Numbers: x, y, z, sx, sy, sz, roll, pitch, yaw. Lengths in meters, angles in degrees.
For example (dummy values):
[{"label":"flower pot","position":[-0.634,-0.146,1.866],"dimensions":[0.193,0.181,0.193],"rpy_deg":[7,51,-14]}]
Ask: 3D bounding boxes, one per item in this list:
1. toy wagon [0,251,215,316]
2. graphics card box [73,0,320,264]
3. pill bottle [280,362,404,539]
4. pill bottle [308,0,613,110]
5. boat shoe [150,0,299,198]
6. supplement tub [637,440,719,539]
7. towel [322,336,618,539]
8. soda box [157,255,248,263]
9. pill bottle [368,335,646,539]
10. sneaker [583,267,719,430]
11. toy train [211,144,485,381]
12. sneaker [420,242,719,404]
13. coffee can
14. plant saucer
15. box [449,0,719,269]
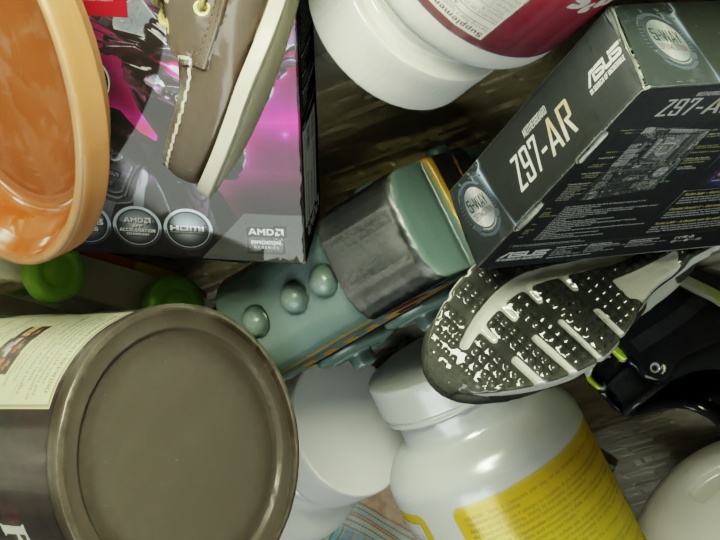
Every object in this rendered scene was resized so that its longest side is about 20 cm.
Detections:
[{"label":"toy wagon","position":[-0.179,0.008,1.386],"dimensions":[0.200,0.040,0.155],"rpy_deg":[17,165,-25]},{"label":"graphics card box","position":[-0.084,-0.100,1.195],"dimensions":[0.125,0.051,0.200],"rpy_deg":[4,124,6]},{"label":"pill bottle","position":[-0.069,0.111,1.478],"dimensions":[0.111,0.111,0.200],"rpy_deg":[32,145,-29]},{"label":"pill bottle","position":[0.070,-0.153,1.092],"dimensions":[0.110,0.110,0.200],"rpy_deg":[26,141,-24]},{"label":"boat shoe","position":[-0.054,-0.126,1.104],"dimensions":[0.060,0.072,0.200],"rpy_deg":[20,118,1]},{"label":"supplement tub","position":[0.252,0.203,1.525],"dimensions":[0.145,0.145,0.200],"rpy_deg":[-7,143,20]},{"label":"towel","position":[0.045,0.152,1.499],"dimensions":[0.147,0.022,0.200],"rpy_deg":[29,119,6]},{"label":"soda box","position":[-0.149,-0.055,1.308],"dimensions":[0.200,0.068,0.064],"rpy_deg":[4,136,6]},{"label":"pill bottle","position":[0.084,0.130,1.399],"dimensions":[0.112,0.112,0.200],"rpy_deg":[-18,107,32]},{"label":"sneaker","position":[0.139,0.032,1.362],"dimensions":[0.200,0.083,0.072],"rpy_deg":[18,143,-13]},{"label":"toy train","position":[0.000,0.000,1.311],"dimensions":[0.200,0.085,0.114],"rpy_deg":[-29,173,39]},{"label":"sneaker","position":[0.105,0.015,1.267],"dimensions":[0.074,0.200,0.080],"rpy_deg":[52,147,12]},{"label":"coffee can","position":[-0.149,0.093,1.307],"dimensions":[0.146,0.146,0.200],"rpy_deg":[37,155,-34]},{"label":"plant saucer","position":[-0.172,-0.101,1.184],"dimensions":[0.032,0.200,0.200],"rpy_deg":[-23,159,-31]},{"label":"box","position":[0.163,-0.063,1.181],"dimensions":[0.200,0.044,0.160],"rpy_deg":[-6,154,-29]}]
